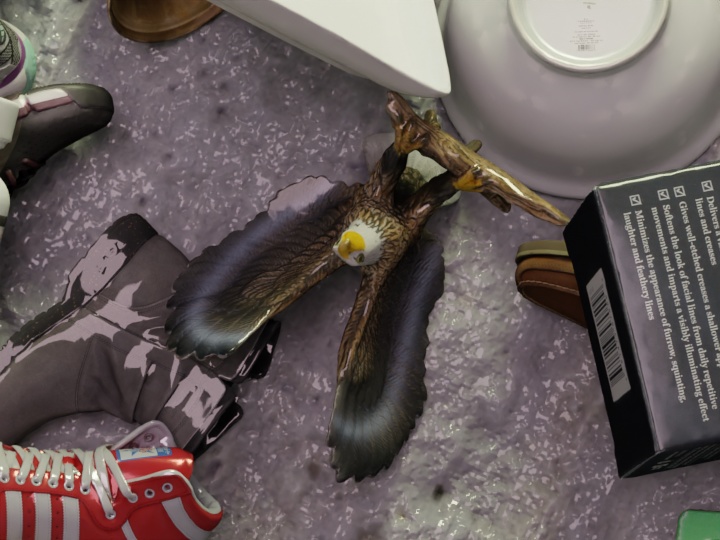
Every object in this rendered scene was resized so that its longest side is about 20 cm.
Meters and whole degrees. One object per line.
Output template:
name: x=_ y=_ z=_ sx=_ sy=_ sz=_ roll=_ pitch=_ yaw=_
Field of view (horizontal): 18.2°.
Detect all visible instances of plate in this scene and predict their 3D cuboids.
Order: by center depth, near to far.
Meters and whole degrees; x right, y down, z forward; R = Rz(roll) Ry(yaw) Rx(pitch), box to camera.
plate: x=-0.044 y=-0.185 z=1.324 sx=0.199 sy=0.201 sz=0.032 roll=25 pitch=120 yaw=-21

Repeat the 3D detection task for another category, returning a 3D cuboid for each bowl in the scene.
bowl: x=0.138 y=-0.152 z=1.357 sx=0.200 sy=0.090 sz=0.203 roll=-2 pitch=75 yaw=7

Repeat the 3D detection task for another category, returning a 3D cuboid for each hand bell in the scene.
hand bell: x=-0.159 y=-0.252 z=1.433 sx=0.104 sy=0.104 sz=0.200 roll=-33 pitch=63 yaw=-2

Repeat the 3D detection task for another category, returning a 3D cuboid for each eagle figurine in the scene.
eagle figurine: x=-0.004 y=-0.001 z=1.319 sx=0.201 sy=0.151 sz=0.152 roll=-55 pitch=49 yaw=11

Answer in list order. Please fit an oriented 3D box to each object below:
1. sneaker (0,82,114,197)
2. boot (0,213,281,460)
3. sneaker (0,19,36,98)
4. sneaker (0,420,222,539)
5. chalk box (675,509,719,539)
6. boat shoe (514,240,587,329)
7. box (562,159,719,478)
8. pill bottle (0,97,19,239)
sneaker: x=-0.231 y=-0.034 z=1.390 sx=0.199 sy=0.076 sz=0.116 roll=-21 pitch=79 yaw=13
boot: x=-0.149 y=0.076 z=1.351 sx=0.131 sy=0.070 sz=0.200 roll=40 pitch=90 yaw=7
sneaker: x=-0.310 y=-0.136 z=1.382 sx=0.199 sy=0.140 sz=0.078 roll=-12 pitch=75 yaw=4
sneaker: x=-0.171 y=0.120 z=1.285 sx=0.200 sy=0.071 sz=0.113 roll=34 pitch=102 yaw=-28
chalk box: x=0.272 y=0.174 z=1.241 sx=0.198 sy=0.124 sz=0.125 roll=7 pitch=77 yaw=9
boat shoe: x=0.178 y=0.040 z=1.313 sx=0.199 sy=0.072 sz=0.068 roll=18 pitch=78 yaw=11
box: x=0.229 y=0.017 z=1.235 sx=0.199 sy=0.107 sz=0.149 roll=-11 pitch=78 yaw=-6
pill bottle: x=-0.269 y=-0.013 z=1.302 sx=0.115 sy=0.116 sz=0.201 roll=16 pitch=89 yaw=11
